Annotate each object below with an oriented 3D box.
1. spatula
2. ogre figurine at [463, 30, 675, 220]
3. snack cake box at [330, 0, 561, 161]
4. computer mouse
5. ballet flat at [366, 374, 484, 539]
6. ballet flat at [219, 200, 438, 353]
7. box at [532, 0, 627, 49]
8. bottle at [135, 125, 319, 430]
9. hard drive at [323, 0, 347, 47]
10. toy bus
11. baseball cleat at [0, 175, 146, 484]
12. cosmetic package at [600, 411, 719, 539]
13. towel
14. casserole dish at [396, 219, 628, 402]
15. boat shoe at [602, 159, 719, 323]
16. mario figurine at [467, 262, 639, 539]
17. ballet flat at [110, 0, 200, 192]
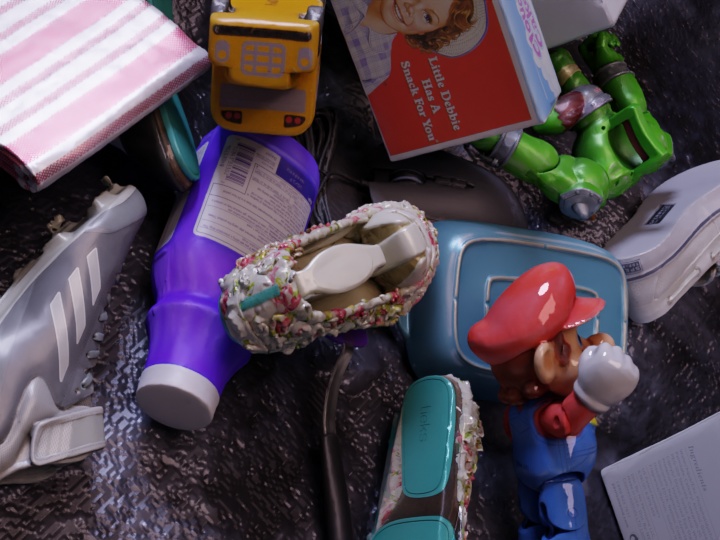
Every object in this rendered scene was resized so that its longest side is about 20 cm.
[{"bbox_3d":[-0.015,0.085,0.906,0.056,0.020,0.203,18,68,-56],"label":"spatula"},{"bbox_3d":[0.162,-0.105,1.100,0.120,0.098,0.200,51,26,9],"label":"ogre figurine"},{"bbox_3d":[0.044,-0.184,0.963,0.202,0.114,0.067,69,26,-18],"label":"snack cake box"},{"bbox_3d":[0.042,-0.033,1.015,0.198,0.046,0.142,24,52,-21],"label":"computer mouse"},{"bbox_3d":[0.042,0.158,0.897,0.064,0.075,0.202,53,44,-43],"label":"ballet flat"},{"bbox_3d":[0.000,0.000,0.873,0.199,0.064,0.076,-27,90,-49],"label":"ballet flat"},{"bbox_3d":[0.140,-0.277,1.131,0.153,0.106,0.200,60,35,-21],"label":"box"},{"bbox_3d":[-0.084,0.001,0.898,0.083,0.065,0.201,32,51,-22],"label":"bottle"},{"bbox_3d":[0.022,-0.239,1.122,0.134,0.042,0.201,32,51,-14],"label":"hard drive"},{"bbox_3d":[-0.056,-0.134,0.912,0.064,0.079,0.200,5,16,-2],"label":"toy bus"},{"bbox_3d":[-0.167,0.043,0.828,0.106,0.070,0.200,46,58,-12],"label":"baseball cleat"},{"bbox_3d":[0.310,0.145,0.990,0.198,0.200,0.124,-5,67,-35],"label":"cosmetic package"},{"bbox_3d":[-0.204,-0.138,0.869,0.199,0.030,0.146,38,56,16],"label":"towel"},{"bbox_3d":[0.115,0.029,1.010,0.198,0.039,0.123,8,80,-31],"label":"casserole dish"},{"bbox_3d":[0.255,-0.023,1.148,0.200,0.070,0.070,-40,116,-45],"label":"boat shoe"},{"bbox_3d":[0.137,0.094,0.929,0.106,0.122,0.203,-12,97,-51],"label":"mario figurine"},{"bbox_3d":[-0.145,-0.123,0.932,0.068,0.068,0.202,59,15,-54],"label":"ballet flat"}]
